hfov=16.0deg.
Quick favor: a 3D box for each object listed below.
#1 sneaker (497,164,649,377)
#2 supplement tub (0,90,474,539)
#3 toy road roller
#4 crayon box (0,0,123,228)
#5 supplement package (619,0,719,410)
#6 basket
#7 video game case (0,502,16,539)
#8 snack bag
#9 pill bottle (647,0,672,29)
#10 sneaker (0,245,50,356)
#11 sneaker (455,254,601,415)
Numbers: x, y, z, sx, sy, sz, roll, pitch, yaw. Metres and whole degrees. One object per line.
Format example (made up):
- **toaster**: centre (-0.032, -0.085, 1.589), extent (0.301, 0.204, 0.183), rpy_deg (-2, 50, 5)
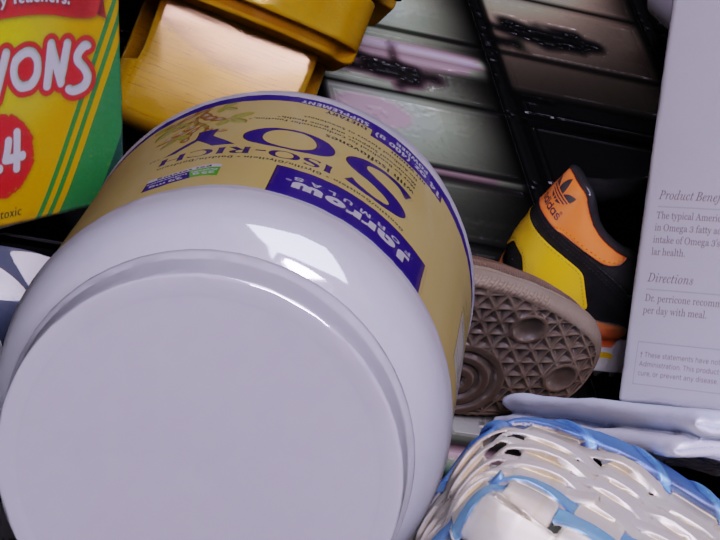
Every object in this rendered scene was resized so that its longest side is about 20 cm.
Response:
- **sneaker**: centre (0.153, -0.002, 1.086), extent (0.200, 0.090, 0.070), rpy_deg (3, 42, -28)
- **supplement tub**: centre (-0.039, 0.029, 0.847), extent (0.145, 0.145, 0.200), rpy_deg (25, 18, -3)
- **toy road roller**: centre (-0.049, -0.119, 1.107), extent (0.123, 0.146, 0.200), rpy_deg (22, 0, -5)
- **crayon box**: centre (-0.152, -0.114, 0.947), extent (0.051, 0.200, 0.127), rpy_deg (13, 20, 41)
- **supplement package**: centre (0.192, -0.035, 1.004), extent (0.117, 0.200, 0.117), rpy_deg (12, -4, -44)
- **basket**: centre (0.078, 0.130, 0.859), extent (0.176, 0.139, 0.200), rpy_deg (32, 9, 11)
- **video game case**: centre (-0.122, 0.148, 0.796), extent (0.182, 0.022, 0.200), rpy_deg (8, 40, -23)
- **snack bag**: centre (0.171, 0.070, 0.947), extent (0.200, 0.021, 0.189), rpy_deg (9, -4, -17)
- **pill bottle**: centre (0.236, -0.094, 1.230), extent (0.200, 0.109, 0.109), rpy_deg (43, 40, 20)
- **sneaker**: centre (-0.179, 0.033, 0.833), extent (0.129, 0.080, 0.199), rpy_deg (9, 23, 3)
- **sneaker**: centre (0.000, 0.000, 1.008), extent (0.200, 0.070, 0.076), rpy_deg (12, 38, -20)
